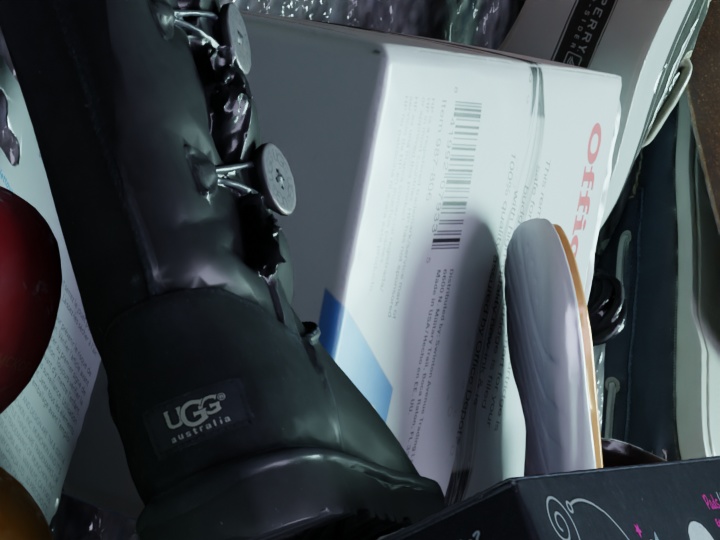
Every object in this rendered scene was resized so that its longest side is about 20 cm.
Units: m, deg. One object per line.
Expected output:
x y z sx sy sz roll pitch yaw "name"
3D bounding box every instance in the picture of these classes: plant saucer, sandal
0.172 -0.038 1.196 0.200 0.034 0.202 -14 90 -75 "plant saucer"
0.082 0.074 0.882 0.079 0.059 0.208 -105 -173 -53 "sandal"

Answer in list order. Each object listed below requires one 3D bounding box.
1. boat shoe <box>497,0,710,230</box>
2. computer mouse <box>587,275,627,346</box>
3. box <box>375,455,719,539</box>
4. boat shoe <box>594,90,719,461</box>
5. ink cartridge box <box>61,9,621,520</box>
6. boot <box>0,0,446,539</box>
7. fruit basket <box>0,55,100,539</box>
0.079 -0.065 0.990 0.201 0.071 0.064 -62 159 15 "boat shoe"
0.096 -0.071 1.068 0.110 0.044 0.201 -130 -129 -86 "computer mouse"
0.038 0.122 0.712 0.200 0.132 0.115 6 59 -66 "box"
0.123 0.008 1.173 0.075 0.062 0.201 38 46 -53 "boat shoe"
0.000 0.000 0.873 0.200 0.084 0.146 -2 104 -66 "ink cartridge box"
-0.043 -0.020 0.714 0.165 0.065 0.201 60 9 -76 "boot"
-0.114 0.036 0.664 0.186 0.093 0.201 66 27 -55 "fruit basket"
